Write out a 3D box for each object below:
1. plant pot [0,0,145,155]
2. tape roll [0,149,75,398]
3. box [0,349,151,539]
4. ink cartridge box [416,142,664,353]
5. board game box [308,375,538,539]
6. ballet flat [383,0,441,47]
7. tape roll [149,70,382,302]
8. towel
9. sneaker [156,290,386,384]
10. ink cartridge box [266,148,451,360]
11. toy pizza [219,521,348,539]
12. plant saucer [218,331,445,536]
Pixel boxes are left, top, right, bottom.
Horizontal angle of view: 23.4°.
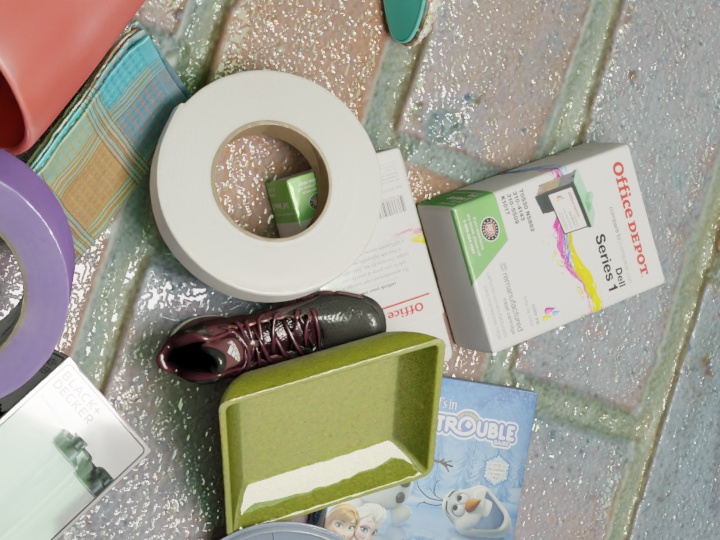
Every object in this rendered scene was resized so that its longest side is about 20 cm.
[{"bbox_3d":[-0.277,-0.221,1.399,0.177,0.200,0.201,-46,109,-26],"label":"plant pot"},{"bbox_3d":[-0.323,0.002,1.347,0.200,0.085,0.200,-2,107,-5],"label":"tape roll"},{"bbox_3d":[-0.292,0.175,1.475,0.200,0.060,0.117,-42,108,-16],"label":"box"},{"bbox_3d":[0.173,-0.025,1.649,0.200,0.084,0.145,-21,101,-21],"label":"ink cartridge box"},{"bbox_3d":[0.057,0.196,1.635,0.200,0.043,0.199,10,88,-23],"label":"board game box"},{"bbox_3d":[0.055,-0.307,1.593,0.064,0.076,0.200,-13,102,-39],"label":"ballet flat"},{"bbox_3d":[-0.081,-0.073,1.496,0.202,0.037,0.203,4,78,-17],"label":"tape roll"},{"bbox_3d":[-0.218,-0.096,1.463,0.022,0.147,0.200,30,78,24],"label":"towel"},{"bbox_3d":[-0.081,0.068,1.487,0.200,0.116,0.076,-11,93,12],"label":"sneaker"},{"bbox_3d":[0.000,0.000,1.582,0.117,0.067,0.200,-17,96,-21],"label":"ink cartridge box"},{"bbox_3d":[-0.072,0.315,1.571,0.200,0.032,0.201,-2,107,-5],"label":"toy pizza"},{"bbox_3d":[-0.032,0.131,1.506,0.199,0.048,0.200,-16,141,-15],"label":"plant saucer"}]
